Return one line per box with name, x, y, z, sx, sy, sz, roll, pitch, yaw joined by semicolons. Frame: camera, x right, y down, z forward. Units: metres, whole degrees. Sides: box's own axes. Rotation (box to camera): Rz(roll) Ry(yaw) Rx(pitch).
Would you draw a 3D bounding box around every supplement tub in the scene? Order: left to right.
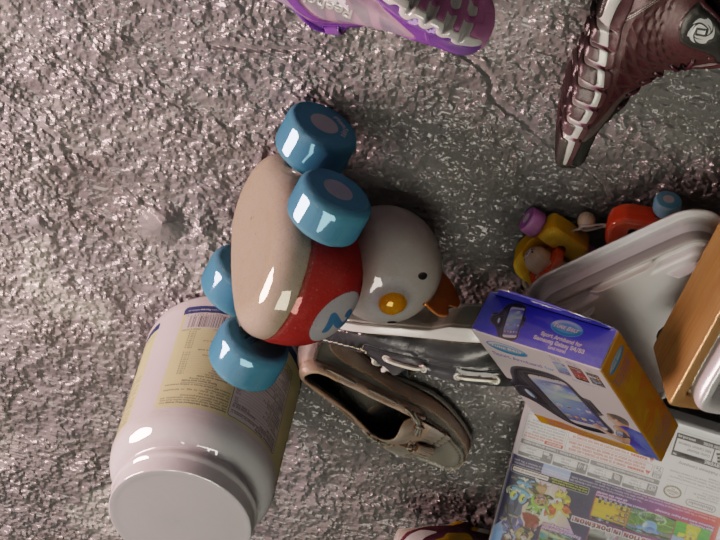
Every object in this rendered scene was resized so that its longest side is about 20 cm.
supplement tub;-0.133;0.137;1.812;0.143;0.201;0.146;6;133;7

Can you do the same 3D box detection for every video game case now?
video game case;0.226;0.194;1.858;0.198;0.023;0.184;17;116;8

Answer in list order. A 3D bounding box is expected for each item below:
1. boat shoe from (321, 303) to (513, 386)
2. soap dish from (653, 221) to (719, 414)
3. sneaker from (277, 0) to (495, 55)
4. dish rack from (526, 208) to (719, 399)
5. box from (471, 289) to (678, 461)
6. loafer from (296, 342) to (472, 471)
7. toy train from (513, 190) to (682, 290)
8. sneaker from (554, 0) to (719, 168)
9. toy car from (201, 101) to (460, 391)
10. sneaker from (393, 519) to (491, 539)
boat shoe;0.041;0.061;1.769;0.198;0.076;0.061;6;112;28
soap dish;0.322;0.016;1.619;0.156;0.081;0.201;8;116;-39
sneaker;0.001;-0.206;1.562;0.199;0.081;0.089;24;139;-3
dish rack;0.242;0.043;1.704;0.170;0.044;0.200;-25;139;18
box;0.168;0.081;1.678;0.118;0.042;0.200;17;162;32
loafer;0.016;0.123;1.861;0.200;0.063;0.072;41;128;-23
toy train;0.193;0.019;1.733;0.149;0.056;0.201;13;133;1
sneaker;0.215;-0.146;1.568;0.114;0.076;0.201;13;133;-4
toy car;0.000;0.000;1.695;0.198;0.178;0.185;17;123;-21
sneaker;0.125;0.268;1.973;0.199;0.090;0.076;15;101;-31
